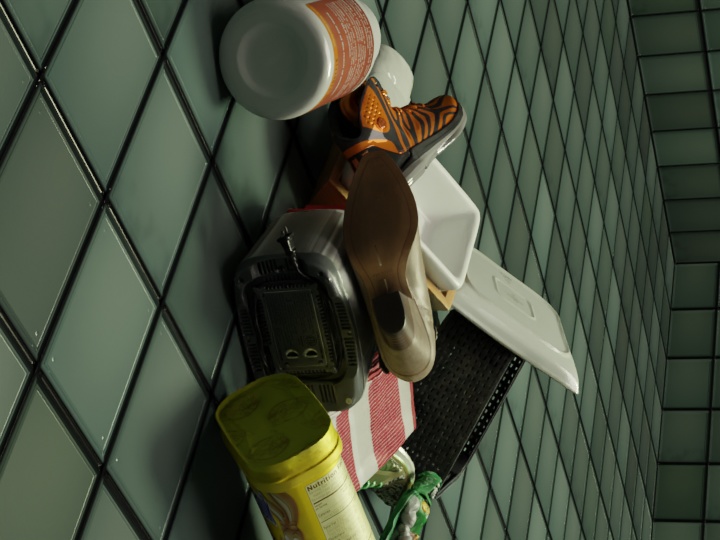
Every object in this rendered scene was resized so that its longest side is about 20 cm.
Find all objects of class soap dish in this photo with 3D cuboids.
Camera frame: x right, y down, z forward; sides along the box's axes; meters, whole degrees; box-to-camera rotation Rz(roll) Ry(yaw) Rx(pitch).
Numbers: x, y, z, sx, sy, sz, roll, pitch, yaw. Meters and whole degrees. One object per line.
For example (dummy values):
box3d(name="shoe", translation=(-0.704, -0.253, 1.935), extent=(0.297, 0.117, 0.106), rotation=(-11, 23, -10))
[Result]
box3d(name="soap dish", translation=(0.036, -0.067, 1.680), extent=(0.200, 0.081, 0.158), rotation=(47, 36, -22))

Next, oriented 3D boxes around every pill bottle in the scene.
box3d(name="pill bottle", translation=(-0.049, -0.213, 1.493), extent=(0.200, 0.111, 0.113), rotation=(-37, 123, -67))

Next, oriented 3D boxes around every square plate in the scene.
box3d(name="square plate", translation=(0.167, 0.039, 1.792), extent=(0.199, 0.028, 0.198), rotation=(36, 18, -14))

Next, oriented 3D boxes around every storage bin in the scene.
box3d(name="storage bin", translation=(0.109, 0.147, 1.813), extent=(0.201, 0.093, 0.135), rotation=(-62, 167, 15))

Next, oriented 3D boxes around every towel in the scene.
box3d(name="towel", translation=(-0.007, 0.171, 1.568), extent=(0.200, 0.023, 0.145), rotation=(-42, 142, -35))

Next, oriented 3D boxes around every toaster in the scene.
box3d(name="toaster", translation=(-0.048, 0.028, 1.479), extent=(0.129, 0.113, 0.201), rotation=(-66, 146, -60))

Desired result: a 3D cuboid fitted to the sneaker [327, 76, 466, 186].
box3d(name="sneaker", translation=(0.038, -0.160, 1.606), extent=(0.112, 0.077, 0.200), rotation=(54, 35, -12))

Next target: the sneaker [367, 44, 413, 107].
box3d(name="sneaker", translation=(0.043, -0.168, 1.819), extent=(0.201, 0.073, 0.116), rotation=(67, 31, -43))

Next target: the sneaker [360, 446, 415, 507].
box3d(name="sneaker", translation=(-0.005, 0.207, 1.675), extent=(0.089, 0.076, 0.201), rotation=(-59, 142, -28))

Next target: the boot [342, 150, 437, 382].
box3d(name="boot", translation=(0.033, 0.005, 1.474), extent=(0.146, 0.070, 0.202), rotation=(54, 31, -71))

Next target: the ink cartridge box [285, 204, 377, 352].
box3d(name="ink cartridge box", translation=(0.000, 0.000, 1.591), extent=(0.067, 0.115, 0.201), rotation=(-69, 155, -47))

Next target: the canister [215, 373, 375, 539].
box3d(name="canister", translation=(-0.046, 0.212, 1.396), extent=(0.148, 0.086, 0.201), rotation=(41, -25, 61))

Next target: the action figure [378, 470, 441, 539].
box3d(name="action figure", translation=(0.037, 0.310, 1.690), extent=(0.118, 0.054, 0.201), rotation=(61, 53, -73))

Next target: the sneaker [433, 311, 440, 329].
box3d(name="sneaker", translation=(0.042, 0.022, 1.829), extent=(0.090, 0.078, 0.201), rotation=(42, 41, -42))
